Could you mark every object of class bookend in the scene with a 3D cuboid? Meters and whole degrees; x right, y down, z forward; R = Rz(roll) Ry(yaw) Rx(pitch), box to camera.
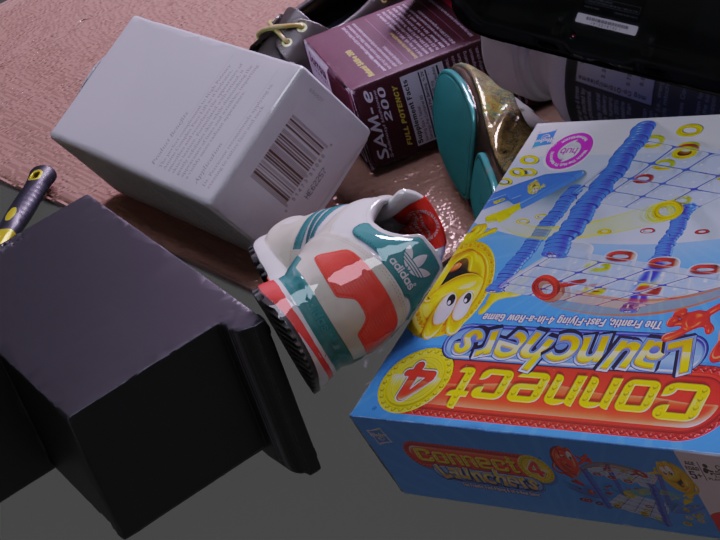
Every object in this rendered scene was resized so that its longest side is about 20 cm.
[{"bbox_3d":[-0.160,0.074,0.852,0.198,0.092,0.200,-33,34,-21],"label":"bookend"}]

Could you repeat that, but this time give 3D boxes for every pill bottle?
[{"bbox_3d":[0.170,-0.113,0.909,0.199,0.117,0.116,23,48,32],"label":"pill bottle"}]

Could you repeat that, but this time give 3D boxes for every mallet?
[{"bbox_3d":[-0.237,-0.016,1.106,0.066,0.041,0.200,-11,26,5],"label":"mallet"}]

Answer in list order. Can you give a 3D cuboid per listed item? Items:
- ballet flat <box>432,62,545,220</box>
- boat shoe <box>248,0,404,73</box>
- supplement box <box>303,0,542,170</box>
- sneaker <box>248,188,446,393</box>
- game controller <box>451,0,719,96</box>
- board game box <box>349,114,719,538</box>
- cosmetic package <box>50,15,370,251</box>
[{"bbox_3d":[0.086,-0.058,0.977,0.070,0.071,0.200,-17,29,1],"label":"ballet flat"},{"bbox_3d":[-0.037,-0.156,1.198,0.201,0.061,0.072,-36,35,-28],"label":"boat shoe"},{"bbox_3d":[0.075,-0.142,1.115,0.199,0.061,0.109,-21,30,-8],"label":"supplement box"},{"bbox_3d":[0.000,0.000,0.863,0.093,0.071,0.200,-31,9,2],"label":"sneaker"},{"bbox_3d":[0.135,-0.149,0.847,0.199,0.105,0.042,20,6,33],"label":"game controller"},{"bbox_3d":[0.125,0.016,0.768,0.199,0.056,0.196,1,46,43],"label":"board game box"},{"bbox_3d":[-0.096,-0.084,1.069,0.200,0.074,0.102,25,77,51],"label":"cosmetic package"}]
